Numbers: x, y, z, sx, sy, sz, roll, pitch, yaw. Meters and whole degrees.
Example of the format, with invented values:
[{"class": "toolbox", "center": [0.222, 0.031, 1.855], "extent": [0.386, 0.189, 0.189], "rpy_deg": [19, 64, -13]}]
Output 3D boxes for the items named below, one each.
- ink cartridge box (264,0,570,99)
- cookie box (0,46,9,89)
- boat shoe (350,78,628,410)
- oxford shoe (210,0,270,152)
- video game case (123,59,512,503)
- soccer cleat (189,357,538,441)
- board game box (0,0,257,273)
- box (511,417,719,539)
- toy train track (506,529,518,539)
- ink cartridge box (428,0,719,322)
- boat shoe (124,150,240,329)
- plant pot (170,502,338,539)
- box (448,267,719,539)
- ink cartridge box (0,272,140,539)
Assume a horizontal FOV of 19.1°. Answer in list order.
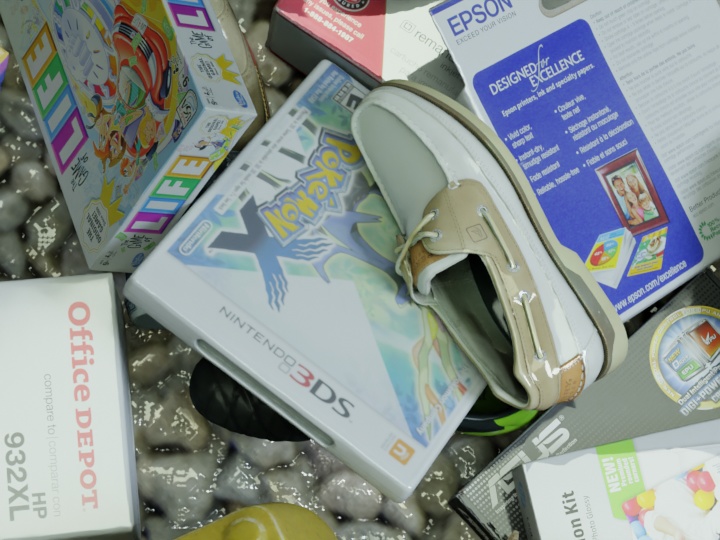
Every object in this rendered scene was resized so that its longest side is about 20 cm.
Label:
[{"class": "ink cartridge box", "center": [0.060, -0.179, 1.247], "extent": [0.145, 0.083, 0.200], "rpy_deg": [34, 77, 3]}, {"class": "cookie box", "center": [-0.327, -0.111, 1.183], "extent": [0.200, 0.075, 0.171], "rpy_deg": [38, 59, 3]}, {"class": "boat shoe", "center": [0.055, -0.015, 1.122], "extent": [0.068, 0.075, 0.200], "rpy_deg": [-30, 73, -34]}, {"class": "oxford shoe", "center": [-0.112, -0.155, 1.232], "extent": [0.070, 0.075, 0.200], "rpy_deg": [-28, 81, -10]}, {"class": "video game case", "center": [0.000, 0.000, 1.149], "extent": [0.182, 0.022, 0.200], "rpy_deg": [37, 53, 2]}, {"class": "soccer cleat", "center": [0.005, 0.060, 1.192], "extent": [0.200, 0.081, 0.068], "rpy_deg": [2, 78, -4]}, {"class": "board game box", "center": [-0.132, -0.118, 1.164], "extent": [0.034, 0.134, 0.200], "rpy_deg": [3, 50, -38]}, {"class": "box", "center": [0.197, 0.159, 1.163], "extent": [0.200, 0.041, 0.156], "rpy_deg": [-12, 80, -6]}, {"class": "toy train track", "center": [0.047, 0.195, 1.108], "extent": [0.032, 0.200, 0.115], "rpy_deg": [20, 98, 2]}, {"class": "ink cartridge box", "center": [0.141, -0.086, 1.198], "extent": [0.197, 0.047, 0.200], "rpy_deg": [-29, 93, -33]}, {"class": "boat shoe", "center": [-0.037, -0.025, 1.212], "extent": [0.200, 0.071, 0.091], "rpy_deg": [-6, 77, -6]}, {"class": "plant pot", "center": [-0.062, 0.229, 1.054], "extent": [0.194, 0.200, 0.196], "rpy_deg": [-23, 54, -8]}, {"class": "box", "center": [0.176, 0.123, 1.211], "extent": [0.200, 0.044, 0.160], "rpy_deg": [-40, 85, -11]}, {"class": "ink cartridge box", "center": [-0.225, 0.086, 1.165], "extent": [0.200, 0.084, 0.145], "rpy_deg": [-5, 77, -6]}]
